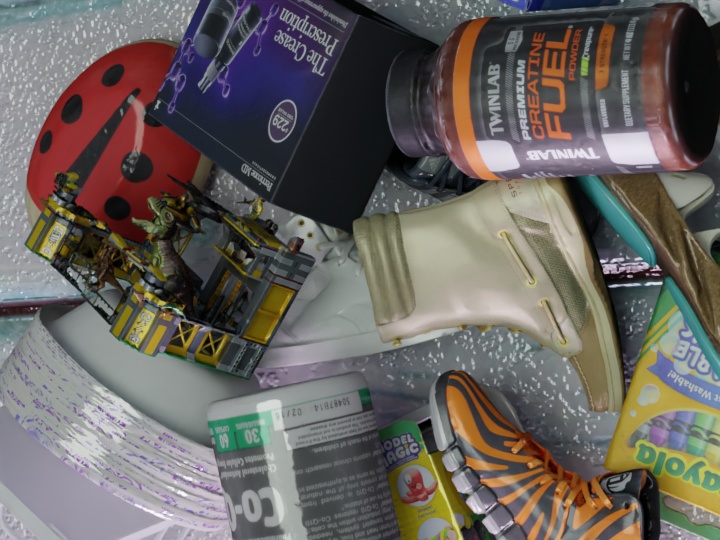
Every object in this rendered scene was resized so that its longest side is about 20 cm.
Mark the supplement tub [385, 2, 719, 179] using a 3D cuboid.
[{"bbox_3d":[0.119,-0.111,1.556,0.200,0.107,0.107,-2,94,26],"label":"supplement tub"}]

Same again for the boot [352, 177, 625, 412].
[{"bbox_3d":[0.090,0.028,1.656,0.155,0.073,0.200,-18,122,8],"label":"boot"}]

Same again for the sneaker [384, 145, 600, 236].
[{"bbox_3d":[0.072,-0.067,1.700,0.200,0.081,0.074,26,106,21],"label":"sneaker"}]

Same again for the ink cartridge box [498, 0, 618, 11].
[{"bbox_3d":[0.088,-0.227,1.610,0.136,0.200,0.076,26,106,22],"label":"ink cartridge box"}]

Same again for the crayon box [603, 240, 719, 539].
[{"bbox_3d":[0.246,0.090,1.651,0.126,0.052,0.200,22,105,22],"label":"crayon box"}]

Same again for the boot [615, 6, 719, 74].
[{"bbox_3d":[0.200,-0.151,1.623,0.200,0.075,0.097,-36,68,32],"label":"boot"}]

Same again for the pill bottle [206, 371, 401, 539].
[{"bbox_3d":[-0.030,0.175,1.658,0.113,0.113,0.200,-13,88,26],"label":"pill bottle"}]

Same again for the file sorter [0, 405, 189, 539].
[{"bbox_3d":[-0.229,0.185,1.806,0.139,0.200,0.125,40,112,17],"label":"file sorter"}]

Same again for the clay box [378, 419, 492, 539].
[{"bbox_3d":[0.038,0.210,1.717,0.115,0.048,0.200,-24,84,27],"label":"clay box"}]

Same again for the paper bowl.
[{"bbox_3d":[-0.151,0.089,1.758,0.201,0.201,0.104,36,97,18],"label":"paper bowl"}]

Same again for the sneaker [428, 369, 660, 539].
[{"bbox_3d":[0.134,0.139,1.650,0.112,0.078,0.200,-30,95,25],"label":"sneaker"}]

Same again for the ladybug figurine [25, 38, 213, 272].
[{"bbox_3d":[-0.183,-0.086,1.826,0.136,0.072,0.200,39,110,17],"label":"ladybug figurine"}]

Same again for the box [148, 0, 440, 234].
[{"bbox_3d":[-0.050,-0.129,1.694,0.200,0.079,0.141,36,105,54],"label":"box"}]

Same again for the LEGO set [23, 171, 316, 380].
[{"bbox_3d":[-0.127,-0.020,1.696,0.116,0.154,0.200,-61,35,10],"label":"LEGO set"}]

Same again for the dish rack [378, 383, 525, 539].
[{"bbox_3d":[0.057,0.186,1.756,0.200,0.044,0.172,-27,84,25],"label":"dish rack"}]

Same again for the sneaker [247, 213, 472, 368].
[{"bbox_3d":[0.000,0.000,1.747,0.200,0.074,0.116,-10,94,27],"label":"sneaker"}]

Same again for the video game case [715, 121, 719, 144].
[{"bbox_3d":[0.344,-0.111,1.599,0.200,0.022,0.182,40,111,17],"label":"video game case"}]

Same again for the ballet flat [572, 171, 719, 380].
[{"bbox_3d":[0.215,-0.017,1.599,0.072,0.068,0.200,-34,74,-3],"label":"ballet flat"}]
